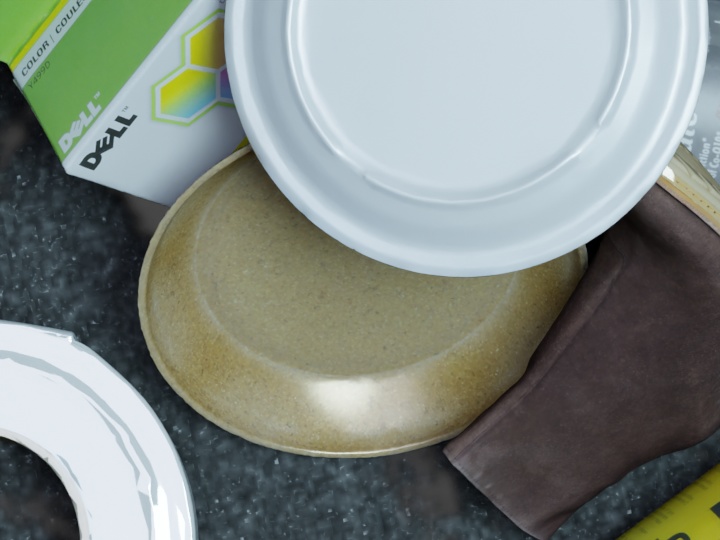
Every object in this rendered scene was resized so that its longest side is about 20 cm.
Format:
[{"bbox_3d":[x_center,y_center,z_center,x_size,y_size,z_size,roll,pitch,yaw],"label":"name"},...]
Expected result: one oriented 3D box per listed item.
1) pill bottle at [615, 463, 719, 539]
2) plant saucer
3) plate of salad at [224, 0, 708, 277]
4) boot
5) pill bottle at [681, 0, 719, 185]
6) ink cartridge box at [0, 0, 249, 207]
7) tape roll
[{"bbox_3d":[0.168,0.149,1.236,0.200,0.112,0.112,-36,86,-6],"label":"pill bottle"},{"bbox_3d":[0.000,0.000,1.236,0.200,0.201,0.035,-5,41,-3],"label":"plant saucer"},{"bbox_3d":[0.043,-0.098,1.131,0.200,0.048,0.201,0,91,13],"label":"plate of salad"},{"bbox_3d":[0.105,0.035,1.205,0.166,0.200,0.072,-38,53,3],"label":"boot"},{"bbox_3d":[0.111,-0.079,1.261,0.199,0.111,0.111,9,83,-1],"label":"pill bottle"},{"bbox_3d":[-0.100,-0.116,1.191,0.148,0.200,0.076,-49,51,21],"label":"ink cartridge box"},{"bbox_3d":[-0.172,0.122,1.247,0.202,0.071,0.203,0,83,-1],"label":"tape roll"}]
